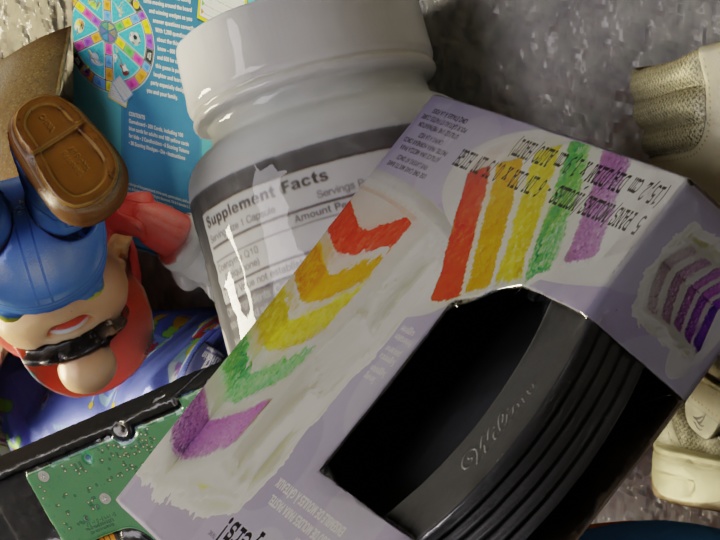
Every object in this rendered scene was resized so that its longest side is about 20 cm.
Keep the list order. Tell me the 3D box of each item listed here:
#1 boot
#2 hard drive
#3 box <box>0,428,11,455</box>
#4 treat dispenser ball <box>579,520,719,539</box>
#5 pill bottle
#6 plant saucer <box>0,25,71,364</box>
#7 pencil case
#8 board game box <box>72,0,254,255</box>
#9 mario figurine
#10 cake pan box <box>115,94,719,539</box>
[{"bbox_3d":[0.156,-0.002,0.803,0.200,0.073,0.156,-1,95,59],"label":"boot"},{"bbox_3d":[-0.091,0.127,1.071,0.200,0.038,0.140,-24,100,31],"label":"hard drive"},{"bbox_3d":[-0.249,0.156,1.327,0.176,0.097,0.200,20,88,52],"label":"box"},{"bbox_3d":[0.088,0.178,0.818,0.201,0.201,0.201,15,108,53],"label":"treat dispenser ball"},{"bbox_3d":[0.000,0.000,0.985,0.114,0.114,0.200,-28,73,53],"label":"pill bottle"},{"bbox_3d":[-0.170,-0.018,1.204,0.200,0.035,0.201,-167,90,-81],"label":"plant saucer"},{"bbox_3d":[-0.087,0.059,1.147,0.200,0.087,0.078,-5,126,56],"label":"pencil case"},{"bbox_3d":[-0.066,-0.105,1.116,0.151,0.047,0.200,18,111,52],"label":"board game box"},{"bbox_3d":[-0.115,0.007,1.021,0.200,0.123,0.106,79,-152,-74],"label":"mario figurine"},{"bbox_3d":[0.022,0.040,0.826,0.184,0.052,0.200,-53,24,-3],"label":"cake pan box"}]
